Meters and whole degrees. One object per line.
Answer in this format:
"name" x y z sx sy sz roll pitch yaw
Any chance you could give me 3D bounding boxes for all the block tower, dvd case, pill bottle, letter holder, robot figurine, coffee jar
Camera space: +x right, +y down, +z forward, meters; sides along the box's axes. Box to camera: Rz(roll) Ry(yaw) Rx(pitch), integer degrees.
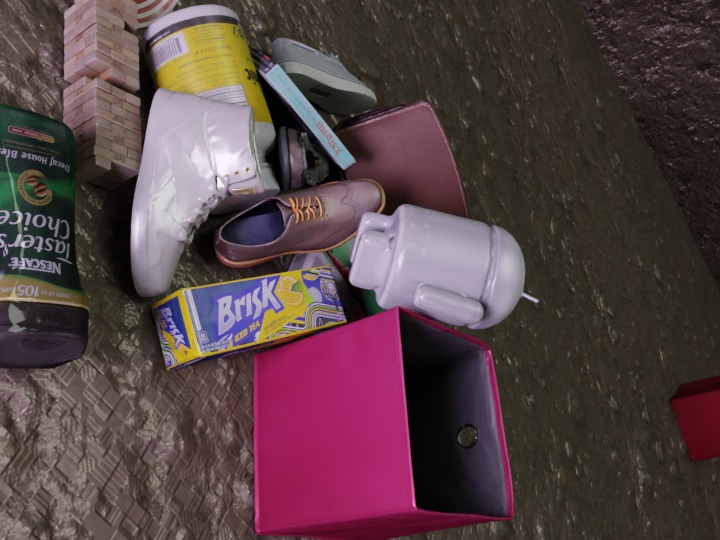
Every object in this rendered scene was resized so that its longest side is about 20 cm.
"block tower" -0.250 -0.176 0.785 0.058 0.054 0.202 20 58 -49
"dvd case" -0.086 -0.203 0.968 0.146 0.022 0.200 48 1 -32
"pill bottle" -0.155 -0.169 0.872 0.111 0.111 0.202 -13 84 -57
"letter holder" 0.062 -0.114 1.061 0.101 0.141 0.202 -72 144 -71
"robot figurine" 0.089 -0.002 0.862 0.198 0.114 0.170 13 34 -7
"coffee jar" -0.274 -0.023 0.638 0.104 0.085 0.202 10 65 -54

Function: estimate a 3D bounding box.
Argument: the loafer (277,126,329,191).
"loafer" -0.063 -0.129 0.938 0.200 0.062 0.073 -136 -137 -83

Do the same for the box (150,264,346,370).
"box" -0.110 0.045 0.836 0.199 0.064 0.071 -10 81 -47

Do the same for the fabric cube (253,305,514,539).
"fabric cube" 0.023 0.177 0.868 0.199 0.198 0.198 24 53 -48

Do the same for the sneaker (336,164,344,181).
"sneaker" 0.063 -0.122 1.154 0.200 0.129 0.080 54 34 -24

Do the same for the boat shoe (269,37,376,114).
"boat shoe" -0.048 -0.272 1.126 0.200 0.070 0.072 9 69 -52

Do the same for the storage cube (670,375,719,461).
"storage cube" 0.962 0.392 2.176 0.170 0.179 0.202 -17 88 -58

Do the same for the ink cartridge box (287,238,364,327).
"ink cartridge box" -0.009 0.035 1.040 0.200 0.050 0.162 48 38 -27

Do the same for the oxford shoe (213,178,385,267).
"oxford shoe" -0.062 -0.054 0.873 0.073 0.198 0.072 126 -58 -77

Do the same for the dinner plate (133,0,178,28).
"dinner plate" -0.235 -0.360 0.854 0.200 0.024 0.202 19 90 -72

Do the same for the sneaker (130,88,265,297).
"sneaker" -0.151 -0.069 0.776 0.074 0.114 0.202 110 -13 -86

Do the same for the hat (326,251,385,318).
"hat" 0.000 0.000 1.008 0.175 0.201 0.166 28 46 16
